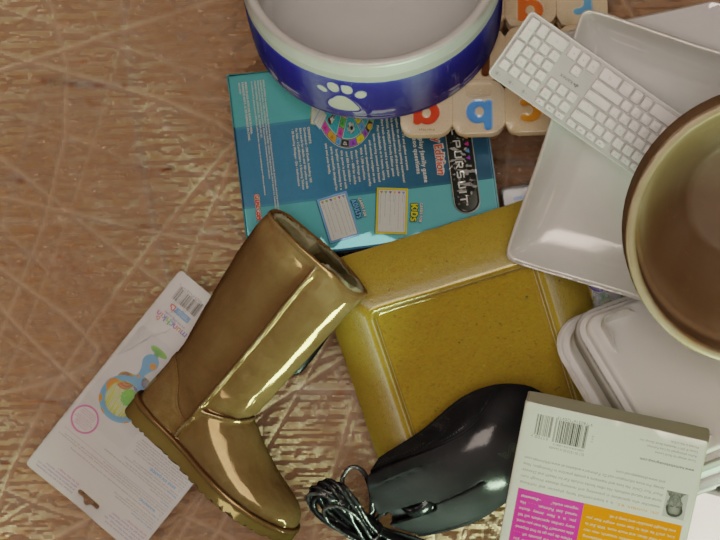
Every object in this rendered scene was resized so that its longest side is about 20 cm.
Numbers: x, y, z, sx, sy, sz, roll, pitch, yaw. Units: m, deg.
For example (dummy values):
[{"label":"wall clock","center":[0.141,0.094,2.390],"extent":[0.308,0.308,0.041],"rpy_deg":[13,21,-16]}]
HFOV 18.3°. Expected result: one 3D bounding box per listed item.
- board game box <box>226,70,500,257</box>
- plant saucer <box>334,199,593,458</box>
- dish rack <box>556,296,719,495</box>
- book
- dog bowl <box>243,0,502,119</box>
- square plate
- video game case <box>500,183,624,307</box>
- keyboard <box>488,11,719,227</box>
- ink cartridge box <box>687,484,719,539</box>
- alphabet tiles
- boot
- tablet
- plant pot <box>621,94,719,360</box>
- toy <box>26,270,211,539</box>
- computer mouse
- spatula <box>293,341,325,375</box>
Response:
[{"label":"board game box","center":[0.003,-0.088,1.752],"extent":[0.200,0.047,0.151],"rpy_deg":[-7,82,0]},{"label":"plant saucer","center":[0.088,0.063,1.728],"extent":[0.200,0.048,0.200],"rpy_deg":[-17,110,4]},{"label":"dish rack","center":[0.266,0.070,1.673],"extent":[0.200,0.044,0.172],"rpy_deg":[-18,59,-19]},{"label":"book","center":[0.166,0.198,1.610],"extent":[0.134,0.048,0.200],"rpy_deg":[12,105,7]},{"label":"dog bowl","center":[0.010,-0.218,1.706],"extent":[0.200,0.079,0.200],"rpy_deg":[-2,61,3]},{"label":"square plate","center":[0.229,-0.073,1.647],"extent":[0.198,0.028,0.200],"rpy_deg":[17,107,3]},{"label":"video game case","center":[0.221,-0.011,1.767],"extent":[0.200,0.018,0.143],"rpy_deg":[-9,91,4]},{"label":"keyboard","center":[0.190,-0.109,1.622],"extent":[0.200,0.011,0.056],"rpy_deg":[34,107,-3]},{"label":"ink cartridge box","center":[0.240,0.194,1.704],"extent":[0.200,0.145,0.084],"rpy_deg":[14,92,3]},{"label":"alphabet tiles","center":[0.092,-0.186,1.735],"extent":[0.200,0.015,0.196],"rpy_deg":[-1,61,3]},{"label":"boot","center":[-0.064,0.084,1.697],"extent":[0.175,0.066,0.200],"rpy_deg":[40,105,2]},{"label":"tablet","center":[0.234,-0.098,1.676],"extent":[0.130,0.014,0.200],"rpy_deg":[-10,113,22]},{"label":"plant pot","center":[0.281,-0.040,1.580],"extent":[0.201,0.093,0.201],"rpy_deg":[-1,108,-2]},{"label":"toy","center":[-0.158,0.112,1.779],"extent":[0.115,0.047,0.200],"rpy_deg":[39,99,4]},{"label":"computer mouse","center":[0.071,0.167,1.716],"extent":[0.200,0.053,0.138],"rpy_deg":[-40,118,18]},{"label":"spatula","center":[0.000,0.000,1.773],"extent":[0.057,0.021,0.200],"rpy_deg":[36,83,2]}]
